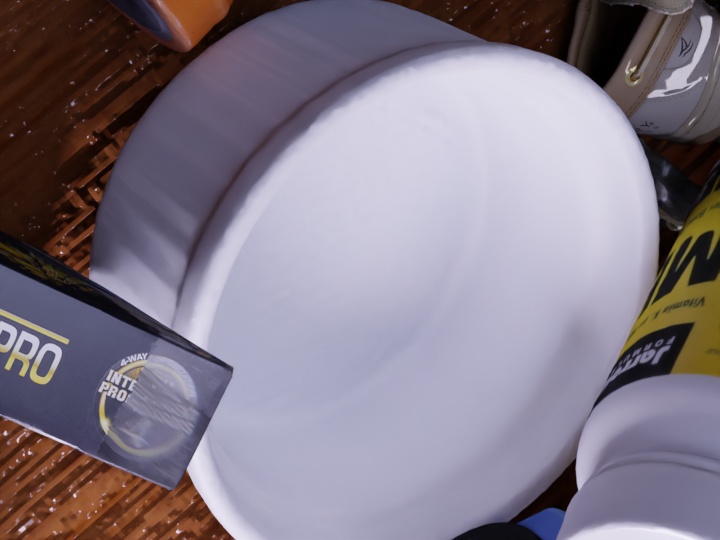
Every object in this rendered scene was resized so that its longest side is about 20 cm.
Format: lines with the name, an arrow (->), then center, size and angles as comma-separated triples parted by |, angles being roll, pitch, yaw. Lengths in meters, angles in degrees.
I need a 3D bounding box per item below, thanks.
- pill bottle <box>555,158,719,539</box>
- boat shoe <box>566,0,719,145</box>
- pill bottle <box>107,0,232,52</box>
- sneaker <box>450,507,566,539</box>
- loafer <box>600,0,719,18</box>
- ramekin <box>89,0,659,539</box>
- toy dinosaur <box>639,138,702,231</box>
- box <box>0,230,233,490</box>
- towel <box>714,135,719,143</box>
pill bottle -> 0.142, 0.050, 0.955 | 0.114, 0.114, 0.200 | 52, 45, -23
boat shoe -> 0.121, -0.148, 1.045 | 0.069, 0.074, 0.201 | 3, 99, -30
pill bottle -> -0.021, -0.171, 0.960 | 0.200, 0.106, 0.106 | -49, 114, -10
sneaker -> 0.017, 0.160, 1.009 | 0.078, 0.070, 0.200 | -12, 144, -33
loafer -> 0.102, -0.123, 0.961 | 0.199, 0.075, 0.070 | 19, 105, -35
ramekin -> 0.000, 0.000, 0.979 | 0.200, 0.098, 0.201 | -18, 123, -29
toy dinosaur -> 0.174, 0.001, 1.097 | 0.199, 0.048, 0.088 | 11, 131, -10
box -> -0.148, -0.001, 0.881 | 0.161, 0.200, 0.049 | 29, 89, -25
towel -> 0.228, -0.117, 1.035 | 0.032, 0.200, 0.192 | 17, 95, -46
